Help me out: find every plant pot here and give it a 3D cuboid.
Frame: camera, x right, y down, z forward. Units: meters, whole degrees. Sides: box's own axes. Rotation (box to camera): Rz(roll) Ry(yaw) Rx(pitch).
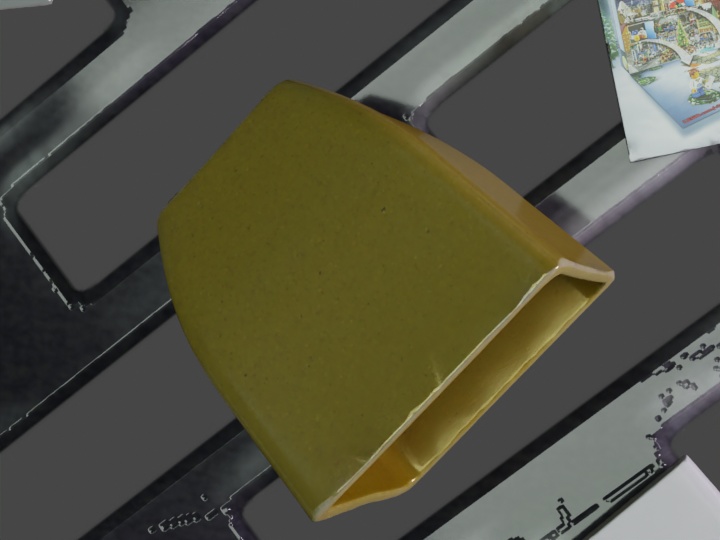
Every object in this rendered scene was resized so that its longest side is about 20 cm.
[{"bbox_3d":[0.000,0.000,1.013,0.194,0.195,0.200,-47,76,10],"label":"plant pot"}]

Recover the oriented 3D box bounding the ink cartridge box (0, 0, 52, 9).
[{"bbox_3d":[-0.276,-0.265,1.120,0.160,0.047,0.201,-4,98,11],"label":"ink cartridge box"}]

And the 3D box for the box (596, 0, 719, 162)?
[{"bbox_3d":[0.244,-0.151,1.025,0.200,0.038,0.137,-11,92,12],"label":"box"}]

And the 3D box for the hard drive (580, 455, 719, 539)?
[{"bbox_3d":[0.215,0.231,1.062,0.132,0.026,0.200,-41,85,11],"label":"hard drive"}]
